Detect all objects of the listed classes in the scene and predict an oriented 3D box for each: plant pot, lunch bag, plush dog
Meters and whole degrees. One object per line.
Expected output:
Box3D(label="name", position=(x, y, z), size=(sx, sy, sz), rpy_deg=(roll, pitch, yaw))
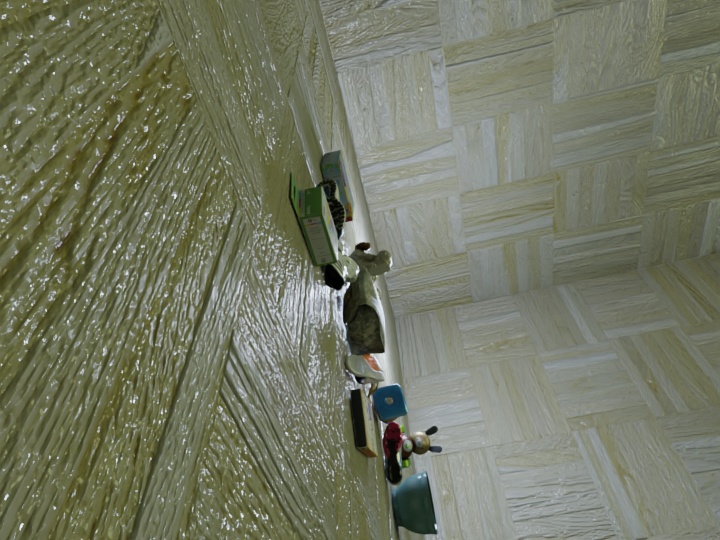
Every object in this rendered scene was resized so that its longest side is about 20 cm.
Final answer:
Box3D(label="plant pot", position=(0.183, 0.812, 1.823), size=(0.200, 0.132, 0.203), rpy_deg=(-12, 90, -84))
Box3D(label="lunch bag", position=(0.008, 0.120, 1.527), size=(0.165, 0.116, 0.202), rpy_deg=(-92, 173, -56))
Box3D(label="plush dog", position=(0.000, 0.000, 1.767), size=(0.172, 0.158, 0.203), rpy_deg=(-122, -136, -64))

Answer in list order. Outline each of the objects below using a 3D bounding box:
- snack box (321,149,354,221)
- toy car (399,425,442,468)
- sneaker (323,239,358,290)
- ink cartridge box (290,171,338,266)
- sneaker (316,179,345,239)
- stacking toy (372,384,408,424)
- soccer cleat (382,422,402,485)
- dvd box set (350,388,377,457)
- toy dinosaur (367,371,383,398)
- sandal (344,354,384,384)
Box3D(label="snack box", position=(-0.074, -0.281, 1.758), size=(0.169, 0.067, 0.202), rpy_deg=(-89, 167, -65))
Box3D(label="toy car", position=(0.240, 0.732, 2.226), size=(0.158, 0.197, 0.167), rpy_deg=(61, 18, -73))
Box3D(label="sneaker", position=(-0.059, 0.012, 1.384), size=(0.201, 0.075, 0.117), rpy_deg=(56, 31, -56))
Box3D(label="ink cartridge box", position=(-0.101, -0.119, 1.187), size=(0.105, 0.058, 0.202), rpy_deg=(-95, 172, -48))
Box3D(label="sneaker", position=(-0.073, -0.158, 1.464), size=(0.090, 0.077, 0.202), rpy_deg=(67, 12, -52))
Box3D(label="stacking toy", position=(0.097, 0.495, 1.855), size=(0.201, 0.108, 0.117), rpy_deg=(91, -15, -55))
Box3D(label="soccer cleat", position=(0.107, 0.626, 1.800), size=(0.087, 0.069, 0.203), rpy_deg=(97, -6, -66))
Box3D(label="dvd box set", position=(0.011, 0.411, 1.403), size=(0.200, 0.029, 0.148), rpy_deg=(69, 11, -63))
Box3D(label="toy dinosaur", position=(0.039, 0.320, 1.739), size=(0.101, 0.057, 0.203), rpy_deg=(64, 16, -65))
Box3D(label="sandal", position=(-0.002, 0.275, 1.462), size=(0.206, 0.059, 0.080), rpy_deg=(28, 36, -56))
